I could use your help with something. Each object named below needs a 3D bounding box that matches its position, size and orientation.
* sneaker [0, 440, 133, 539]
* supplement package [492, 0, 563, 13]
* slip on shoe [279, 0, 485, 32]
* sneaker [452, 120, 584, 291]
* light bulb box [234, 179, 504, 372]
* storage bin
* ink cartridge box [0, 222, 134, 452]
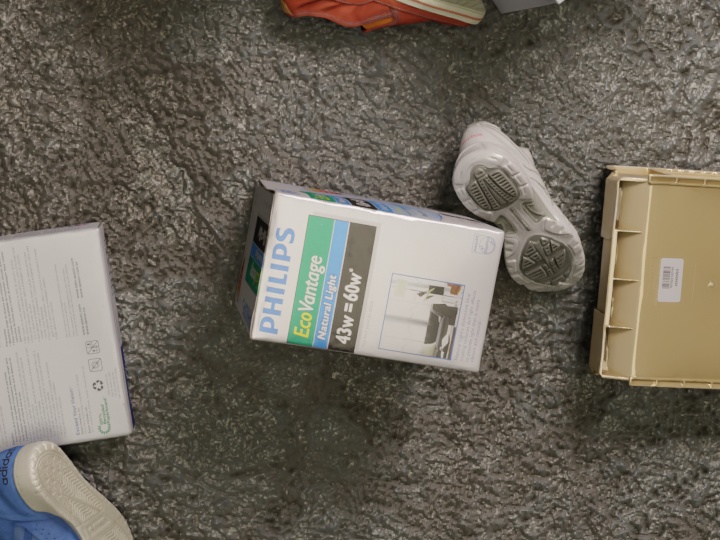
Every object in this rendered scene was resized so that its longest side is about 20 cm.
[{"bbox_3d":[-0.295,0.243,1.203,0.110,0.077,0.201,-12,128,23],"label":"sneaker"},{"bbox_3d":[0.184,-0.344,1.117,0.199,0.191,0.148,-37,102,-2],"label":"supplement package"},{"bbox_3d":[0.018,-0.250,1.179,0.198,0.075,0.062,5,133,-15],"label":"slip on shoe"},{"bbox_3d":[0.155,-0.065,1.214,0.077,0.100,0.201,-20,128,21],"label":"sneaker"},{"bbox_3d":[0.000,0.000,1.140,0.198,0.198,0.126,9,95,-10],"label":"light bulb box"},{"bbox_3d":[0.321,0.007,1.241,0.196,0.094,0.203,3,98,-8],"label":"storage bin"},{"bbox_3d":[-0.320,0.067,1.185,0.197,0.043,0.199,-7,101,-5],"label":"ink cartridge box"}]
